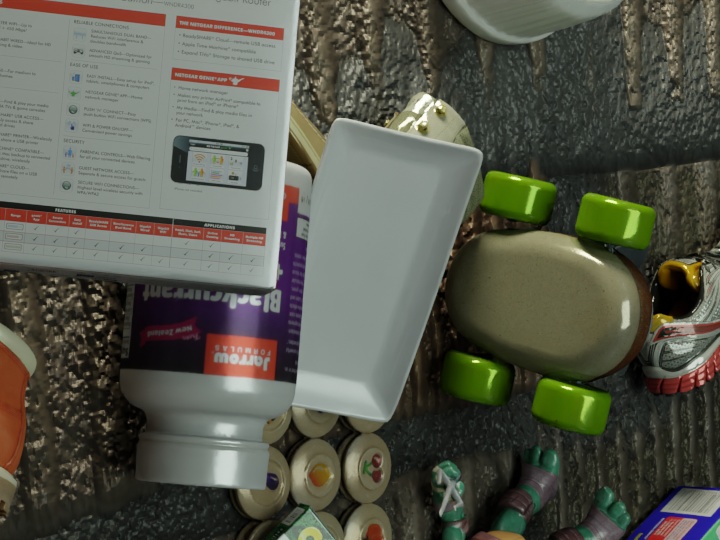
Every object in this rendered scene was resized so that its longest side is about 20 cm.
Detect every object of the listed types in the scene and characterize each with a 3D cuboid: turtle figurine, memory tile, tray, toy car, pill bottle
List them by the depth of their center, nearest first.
[{"bbox_3d":[-0.091,0.032,1.288,0.111,0.111,0.202,9,83,-46],"label":"pill bottle"},{"bbox_3d":[0.000,0.000,1.356,0.106,0.022,0.202,11,110,-22],"label":"tray"},{"bbox_3d":[-0.031,0.115,1.420,0.152,0.017,0.202,-1,91,-46],"label":"memory tile"},{"bbox_3d":[0.100,0.205,1.504,0.150,0.101,0.199,47,44,14],"label":"turtle figurine"},{"bbox_3d":[0.170,0.027,1.550,0.199,0.157,0.166,8,97,-58],"label":"toy car"}]

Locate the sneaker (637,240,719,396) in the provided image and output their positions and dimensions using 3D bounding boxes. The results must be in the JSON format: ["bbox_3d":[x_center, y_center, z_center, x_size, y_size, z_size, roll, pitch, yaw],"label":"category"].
[{"bbox_3d":[0.291,0.014,1.715,0.200,0.077,0.083,-48,121,-35],"label":"sneaker"}]

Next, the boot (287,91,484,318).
[{"bbox_3d":[0.003,-0.075,1.418,0.201,0.072,0.155,54,51,-26],"label":"boot"}]

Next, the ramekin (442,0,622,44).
[{"bbox_3d":[0.137,-0.271,1.541,0.201,0.094,0.205,0,90,-47],"label":"ramekin"}]

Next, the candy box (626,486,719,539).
[{"bbox_3d":[0.273,0.306,1.696,0.169,0.077,0.202,-38,117,-40],"label":"candy box"}]

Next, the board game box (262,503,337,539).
[{"bbox_3d":[-0.013,0.263,1.378,0.105,0.023,0.201,-41,105,-15],"label":"board game box"}]

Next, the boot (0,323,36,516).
[{"bbox_3d":[-0.256,0.051,1.150,0.200,0.074,0.108,41,58,-48],"label":"boot"}]

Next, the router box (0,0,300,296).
[{"bbox_3d":[-0.140,-0.085,1.205,0.198,0.049,0.181,6,85,-10],"label":"router box"}]
